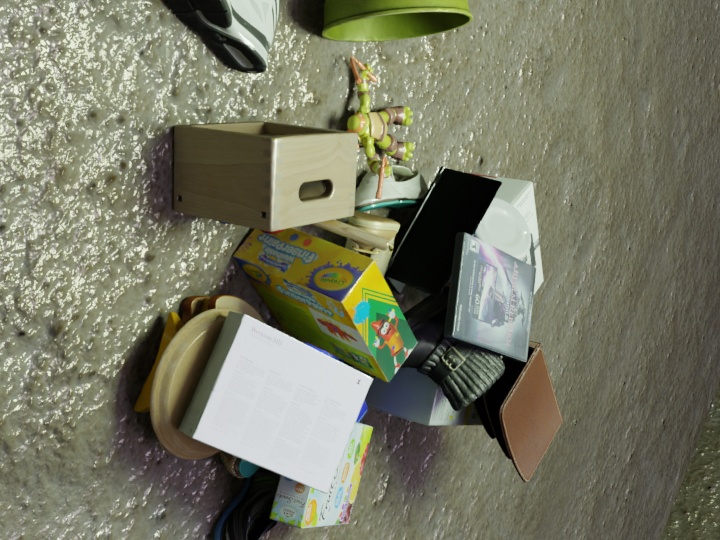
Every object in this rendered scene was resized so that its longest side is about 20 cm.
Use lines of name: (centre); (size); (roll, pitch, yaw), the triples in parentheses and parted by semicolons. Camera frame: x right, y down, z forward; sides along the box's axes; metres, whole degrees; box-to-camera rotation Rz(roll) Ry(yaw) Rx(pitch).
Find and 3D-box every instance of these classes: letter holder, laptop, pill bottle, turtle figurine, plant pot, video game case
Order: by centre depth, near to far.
plant pot: (0.039, -0.413, 1.269); (0.199, 0.198, 0.196); (-10, 96, -53)
video game case: (0.188, 0.042, 1.388); (0.199, 0.019, 0.145); (20, 74, -47)
turtle figurine: (0.022, -0.192, 1.389); (0.161, 0.064, 0.203); (0, 76, -62)
laptop: (0.128, -0.044, 1.473); (0.189, 0.115, 0.200); (-60, 162, -6)
letter holder: (0.228, 0.218, 1.531); (0.143, 0.100, 0.201); (-55, 140, -28)
pill bottle: (0.169, -0.018, 1.541); (0.110, 0.200, 0.112); (15, 55, -22)

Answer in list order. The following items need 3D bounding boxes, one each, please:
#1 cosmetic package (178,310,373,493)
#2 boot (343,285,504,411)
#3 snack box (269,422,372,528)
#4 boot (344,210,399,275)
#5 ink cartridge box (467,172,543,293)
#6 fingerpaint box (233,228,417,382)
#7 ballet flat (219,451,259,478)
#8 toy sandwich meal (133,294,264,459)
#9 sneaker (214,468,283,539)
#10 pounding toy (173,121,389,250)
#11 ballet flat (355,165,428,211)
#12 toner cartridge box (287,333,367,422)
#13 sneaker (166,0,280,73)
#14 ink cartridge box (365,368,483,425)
cosmetic package: (-0.097, 0.158, 1.168); (0.199, 0.051, 0.152); (30, 79, -29)
boot: (0.091, 0.141, 1.398); (0.210, 0.079, 0.159); (-33, 96, -7)
snack box: (-0.048, 0.270, 1.325); (0.200, 0.052, 0.144); (36, 66, -69)
boot: (0.000, 0.000, 1.374); (0.200, 0.072, 0.158); (48, 59, -86)
ink cartridge box: (0.221, -0.052, 1.651); (0.084, 0.143, 0.202); (-43, 133, -39)
fingerpaint box: (-0.043, 0.035, 1.247); (0.074, 0.199, 0.168); (-50, 137, -21)
ballet flat: (-0.112, 0.189, 1.305); (0.200, 0.065, 0.071); (-40, 134, -28)
toy sandwich meal: (-0.192, 0.126, 1.190); (0.204, 0.070, 0.208); (-21, 118, -47)
sneaker: (-0.121, 0.300, 1.324); (0.201, 0.082, 0.071); (-63, 143, -22)
pounding toy: (-0.088, -0.096, 1.164); (0.199, 0.182, 0.144); (-14, 111, -52)
ballet flat: (0.039, -0.123, 1.454); (0.199, 0.069, 0.071); (-11, 109, -58)
toner cartridge box: (-0.055, 0.161, 1.411); (0.095, 0.043, 0.202); (-49, 135, -34)
sneaker: (-0.154, -0.327, 1.117); (0.201, 0.075, 0.117); (49, 51, -58)
ink cartridge box: (0.115, 0.161, 1.564); (0.199, 0.143, 0.148); (13, 89, -56)
